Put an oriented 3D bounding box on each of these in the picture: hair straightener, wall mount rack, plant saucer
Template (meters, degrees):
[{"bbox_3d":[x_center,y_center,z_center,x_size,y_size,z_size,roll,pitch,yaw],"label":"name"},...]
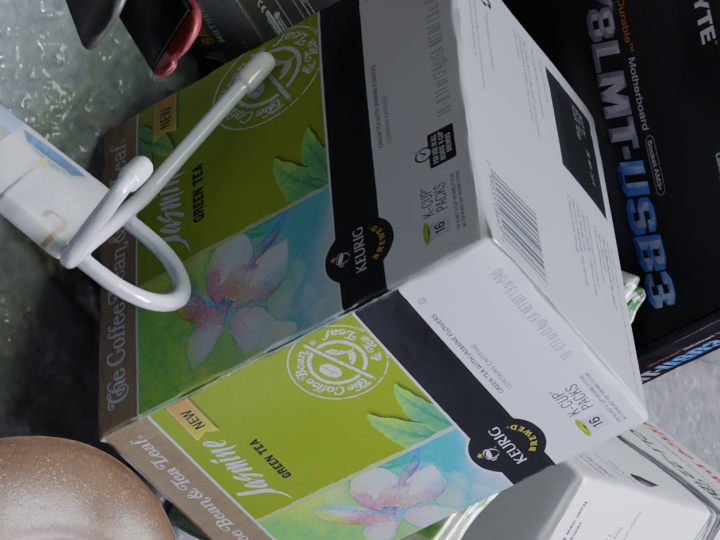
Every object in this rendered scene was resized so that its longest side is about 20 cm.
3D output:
[{"bbox_3d":[-0.129,-0.158,1.226,0.077,0.041,0.200,18,33,-36],"label":"hair straightener"},{"bbox_3d":[-0.126,-0.078,1.223,0.200,0.075,0.174,39,23,0],"label":"wall mount rack"},{"bbox_3d":[-0.148,0.166,1.194,0.200,0.037,0.201,-17,120,-31],"label":"plant saucer"}]

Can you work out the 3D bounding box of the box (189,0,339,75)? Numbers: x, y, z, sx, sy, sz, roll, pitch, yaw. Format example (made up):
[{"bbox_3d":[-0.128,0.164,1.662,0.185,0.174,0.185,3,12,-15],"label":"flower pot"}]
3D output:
[{"bbox_3d":[-0.052,-0.192,1.396,0.200,0.048,0.158,56,47,-30],"label":"box"}]

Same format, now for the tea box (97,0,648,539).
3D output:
[{"bbox_3d":[0.000,0.000,1.276,0.134,0.197,0.200,46,25,-36],"label":"tea box"}]

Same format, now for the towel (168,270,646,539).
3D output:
[{"bbox_3d":[0.022,0.063,1.337,0.200,0.152,0.023,-53,136,-16],"label":"towel"}]

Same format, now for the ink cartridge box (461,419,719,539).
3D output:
[{"bbox_3d":[0.105,0.117,1.464,0.200,0.144,0.084,20,104,-48],"label":"ink cartridge box"}]

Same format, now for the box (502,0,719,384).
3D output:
[{"bbox_3d":[0.131,-0.056,1.361,0.050,0.198,0.200,-1,73,-33],"label":"box"}]

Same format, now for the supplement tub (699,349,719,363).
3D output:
[{"bbox_3d":[0.249,-0.049,1.673,0.132,0.132,0.200,1,85,-50],"label":"supplement tub"}]
